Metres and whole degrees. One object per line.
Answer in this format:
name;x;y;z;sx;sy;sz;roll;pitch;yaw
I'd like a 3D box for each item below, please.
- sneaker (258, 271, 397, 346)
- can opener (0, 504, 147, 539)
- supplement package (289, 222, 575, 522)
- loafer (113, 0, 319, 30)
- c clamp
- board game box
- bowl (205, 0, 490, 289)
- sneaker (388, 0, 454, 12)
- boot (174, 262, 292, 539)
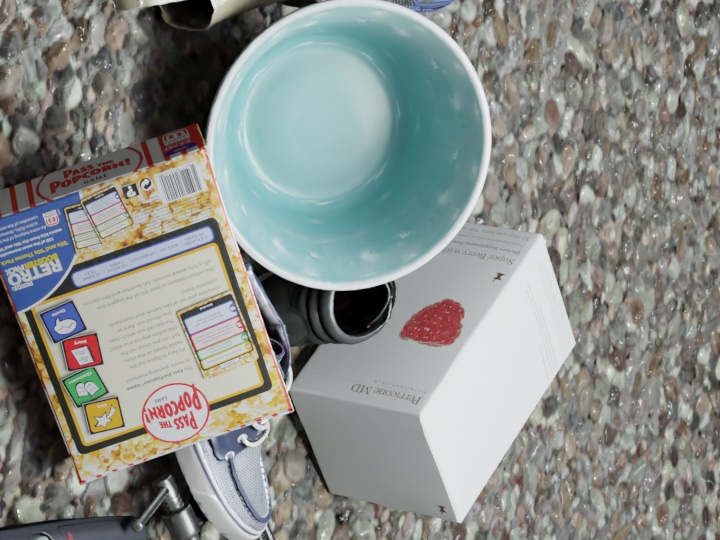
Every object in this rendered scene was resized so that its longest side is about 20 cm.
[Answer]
sneaker;0.000;0.000;1.816;0.200;0.099;0.071;-43;124;-43
can opener;-0.207;0.173;1.591;0.200;0.063;0.079;8;86;-52
supplement package;0.057;0.071;1.872;0.200;0.121;0.120;-55;140;-35
loafer;-0.103;-0.196;1.688;0.200;0.076;0.068;5;91;-43
c clamp;-0.094;0.219;1.732;0.200;0.027;0.171;64;23;-16
board game box;-0.144;0.024;1.600;0.151;0.046;0.200;-18;116;-4
bowl;-0.019;-0.097;1.726;0.201;0.105;0.201;-3;105;-13
sneaker;0.020;-0.247;1.835;0.200;0.078;0.075;32;69;-49
boot;-0.082;0.093;1.696;0.073;0.090;0.200;-67;138;-60
